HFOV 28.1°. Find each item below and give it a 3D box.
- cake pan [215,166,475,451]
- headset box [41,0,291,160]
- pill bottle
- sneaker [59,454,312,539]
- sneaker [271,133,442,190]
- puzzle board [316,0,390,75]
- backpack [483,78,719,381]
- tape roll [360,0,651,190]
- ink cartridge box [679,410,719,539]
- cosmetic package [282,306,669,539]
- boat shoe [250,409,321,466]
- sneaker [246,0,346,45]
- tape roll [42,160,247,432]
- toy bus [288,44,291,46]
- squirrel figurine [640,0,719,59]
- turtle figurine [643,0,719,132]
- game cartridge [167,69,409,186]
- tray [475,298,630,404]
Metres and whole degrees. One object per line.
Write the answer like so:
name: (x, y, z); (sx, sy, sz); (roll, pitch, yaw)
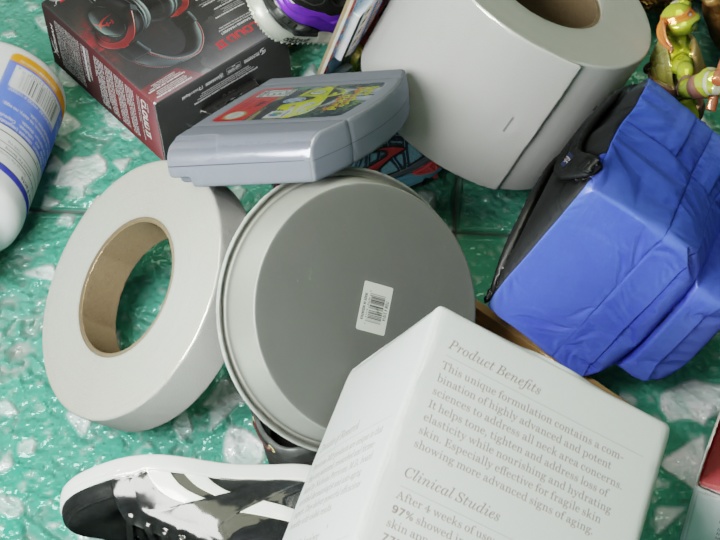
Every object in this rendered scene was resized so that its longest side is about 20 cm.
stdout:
cake pan: (-0.001, 0.027, 0.992); (0.200, 0.201, 0.037); (-35, 13, -24)
headset box: (-0.167, -0.197, 1.288); (0.148, 0.075, 0.200); (-34, 57, -23)
pill bottle: (-0.320, -0.083, 1.179); (0.111, 0.113, 0.201); (5, 51, 7)
sneaker: (-0.109, 0.188, 0.968); (0.198, 0.073, 0.113); (-2, 49, 0)
sneaker: (0.012, -0.110, 1.194); (0.199, 0.096, 0.079); (-36, 57, -24)
puzzle board: (0.013, -0.218, 1.225); (0.017, 0.200, 0.151); (35, 58, 4)
backpack: (0.203, -0.028, 1.075); (0.167, 0.163, 0.200); (38, 39, -7)
tape roll: (0.117, -0.185, 1.176); (0.201, 0.140, 0.204); (18, 43, -18)
ink cartridge box: (0.282, 0.101, 0.955); (0.083, 0.176, 0.201); (18, 54, 17)
cosmetic package: (0.056, 0.162, 0.868); (0.166, 0.166, 0.201); (28, 64, -10)
boat shoe: (-0.053, 0.069, 1.074); (0.073, 0.063, 0.203); (-10, 49, -4)
sneaker: (-0.008, -0.248, 1.264); (0.200, 0.099, 0.070); (-25, 87, -58)
tape roll: (-0.160, 0.017, 1.059); (0.202, 0.037, 0.205); (-20, 59, 37)
toy bus: (-0.117, -0.294, 1.363); (0.065, 0.079, 0.200); (-37, 58, -25)
squirrel figurine: (0.321, -0.276, 1.314); (0.198, 0.142, 0.188); (-1, 59, 20)
turtle figurine: (0.263, -0.149, 1.160); (0.064, 0.162, 0.201); (-12, 34, 6)
game cartridge: (-0.040, -0.108, 1.056); (0.132, 0.041, 0.200); (3, 22, 20)
tray: (0.111, 0.100, 1.056); (0.199, 0.037, 0.098); (35, 60, 26)
